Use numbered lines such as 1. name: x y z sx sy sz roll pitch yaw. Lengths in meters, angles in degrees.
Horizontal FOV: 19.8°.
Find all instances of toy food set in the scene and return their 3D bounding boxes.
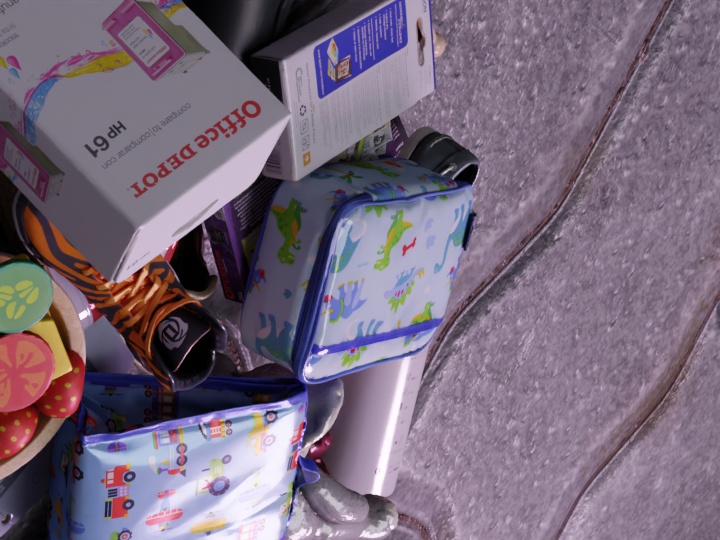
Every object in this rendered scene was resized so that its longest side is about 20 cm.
1. toy food set: -0.278 0.074 1.384 0.200 0.049 0.198 -26 127 -14

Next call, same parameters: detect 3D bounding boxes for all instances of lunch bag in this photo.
1. lunch bag: -0.125 0.155 1.536 0.200 0.094 0.151 -2 120 -19
2. lunch bag: 0.000 0.000 1.574 0.200 0.082 0.161 -9 121 -56

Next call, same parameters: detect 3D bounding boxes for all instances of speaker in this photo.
1. speaker: 0.014 0.105 1.866 0.081 0.081 0.200 -18 128 -50

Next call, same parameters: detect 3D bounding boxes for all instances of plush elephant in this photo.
1. plush elephant: -0.068 0.139 1.690 0.200 0.165 0.155 -6 111 -62

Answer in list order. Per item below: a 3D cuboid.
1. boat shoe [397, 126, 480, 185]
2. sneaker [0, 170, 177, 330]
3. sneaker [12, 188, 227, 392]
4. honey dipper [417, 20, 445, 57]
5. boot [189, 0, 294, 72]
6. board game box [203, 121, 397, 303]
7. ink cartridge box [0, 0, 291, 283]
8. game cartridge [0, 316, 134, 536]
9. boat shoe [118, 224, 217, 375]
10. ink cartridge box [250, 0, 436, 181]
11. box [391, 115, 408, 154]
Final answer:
1. boat shoe: 0.036 -0.018 1.694 0.073 0.062 0.200 23 92 -61
2. sneaker: -0.191 -0.055 1.425 0.112 0.071 0.200 -34 137 -22
3. sneaker: -0.147 0.007 1.372 0.078 0.112 0.200 -45 140 -4
4. honey dipper: 0.041 -0.239 1.690 0.038 0.038 0.200 -53 150 -15
5. boot: -0.102 -0.222 1.445 0.200 0.076 0.168 -61 152 -12
6. board game box: -0.046 -0.077 1.571 0.200 0.032 0.120 -41 136 -38
7. ink cartridge box: -0.165 -0.113 1.306 0.145 0.200 0.085 -41 174 -32
8. game cartridge: -0.254 0.111 1.519 0.200 0.042 0.133 -52 151 -18
9. boat shoe: -0.147 0.009 1.559 0.075 0.075 0.202 -40 142 -33
10. ink cartridge box: -0.009 -0.147 1.538 0.200 0.037 0.095 -34 128 -46
11. box: -0.029 -0.097 1.694 0.143 0.036 0.200 -51 146 -17
